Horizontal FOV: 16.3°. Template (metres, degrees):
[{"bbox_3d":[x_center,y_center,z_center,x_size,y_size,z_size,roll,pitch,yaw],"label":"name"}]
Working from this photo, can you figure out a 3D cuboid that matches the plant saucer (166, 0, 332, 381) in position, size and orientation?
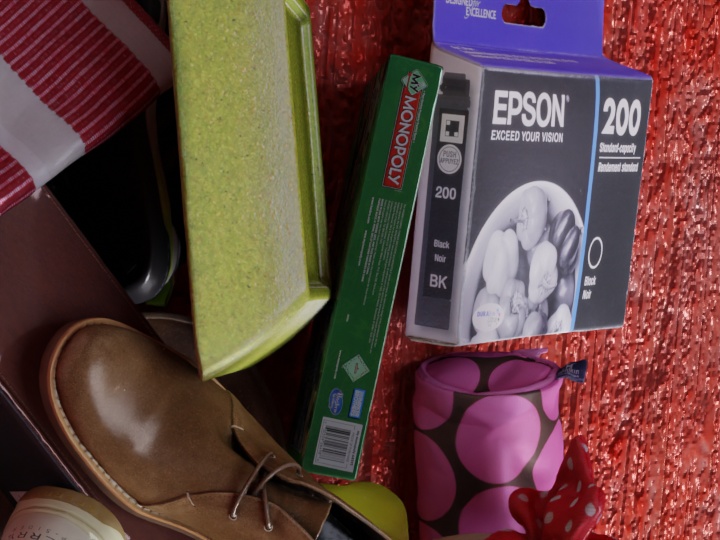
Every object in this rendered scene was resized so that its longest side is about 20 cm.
[{"bbox_3d":[-0.046,-0.055,1.130,0.200,0.048,0.201,3,83,-86],"label":"plant saucer"}]

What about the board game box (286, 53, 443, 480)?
[{"bbox_3d":[0.000,0.000,1.243,0.029,0.135,0.201,12,88,-4],"label":"board game box"}]

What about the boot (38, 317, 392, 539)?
[{"bbox_3d":[-0.049,0.087,1.069,0.200,0.075,0.074,43,62,-22],"label":"boot"}]

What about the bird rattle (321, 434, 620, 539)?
[{"bbox_3d":[0.048,0.172,1.264,0.163,0.199,0.113,-61,143,-52],"label":"bird rattle"}]

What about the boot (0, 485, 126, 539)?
[{"bbox_3d":[-0.150,0.211,1.057,0.155,0.072,0.200,-59,156,-53],"label":"boot"}]

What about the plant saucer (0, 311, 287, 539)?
[{"bbox_3d":[-0.118,0.117,1.202,0.200,0.037,0.201,-11,106,-44],"label":"plant saucer"}]

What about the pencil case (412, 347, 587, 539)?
[{"bbox_3d":[0.078,0.143,1.375,0.094,0.090,0.201,-31,124,-66],"label":"pencil case"}]

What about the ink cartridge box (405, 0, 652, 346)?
[{"bbox_3d":[0.095,-0.064,1.356,0.198,0.043,0.201,-4,99,-58],"label":"ink cartridge box"}]

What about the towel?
[{"bbox_3d":[-0.182,-0.088,1.052,0.144,0.023,0.200,49,56,3],"label":"towel"}]

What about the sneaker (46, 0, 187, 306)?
[{"bbox_3d":[-0.110,-0.081,1.169,0.083,0.071,0.201,-25,118,-67],"label":"sneaker"}]

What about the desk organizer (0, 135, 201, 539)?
[{"bbox_3d":[-0.137,0.045,1.100,0.077,0.072,0.200,-45,110,-30],"label":"desk organizer"}]
